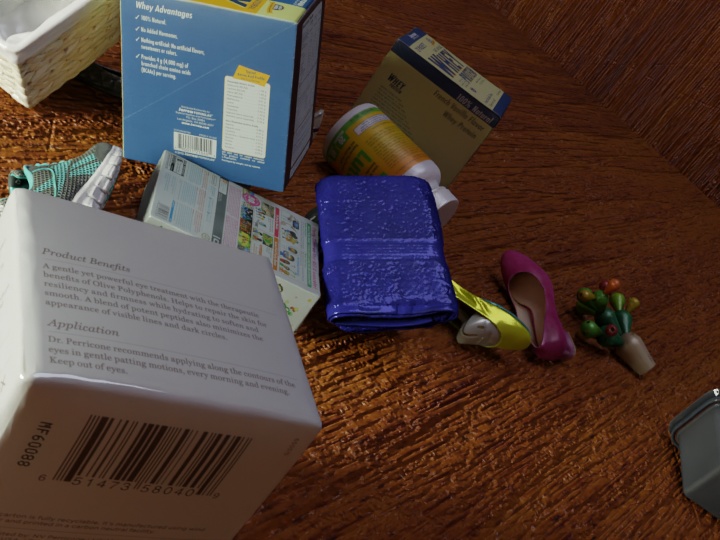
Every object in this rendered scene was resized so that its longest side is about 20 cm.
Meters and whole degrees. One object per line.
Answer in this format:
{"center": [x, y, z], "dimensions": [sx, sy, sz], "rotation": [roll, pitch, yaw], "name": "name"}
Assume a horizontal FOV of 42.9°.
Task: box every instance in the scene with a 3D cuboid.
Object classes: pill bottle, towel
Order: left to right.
{"center": [0.025, -0.021, 1.047], "dimensions": [0.147, 0.050, 0.201], "rotation": [0, 55, -11], "name": "towel"}
{"center": [0.046, -0.140, 1.338], "dimensions": [0.200, 0.111, 0.111], "rotation": [47, 29, 18], "name": "pill bottle"}

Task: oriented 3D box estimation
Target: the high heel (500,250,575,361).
{"center": [0.242, 0.045, 1.336], "dimensions": [0.096, 0.067, 0.201], "rotation": [20, 43, -50], "name": "high heel"}

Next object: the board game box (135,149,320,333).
{"center": [-0.143, -0.033, 1.001], "dimensions": [0.199, 0.064, 0.148], "rotation": [26, 30, -19], "name": "board game box"}

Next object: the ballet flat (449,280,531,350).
{"center": [0.129, 0.057, 1.199], "dimensions": [0.200, 0.067, 0.067], "rotation": [36, 48, 4], "name": "ballet flat"}

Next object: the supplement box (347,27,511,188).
{"center": [0.097, -0.239, 1.455], "dimensions": [0.200, 0.200, 0.134], "rotation": [37, 27, -1], "name": "supplement box"}

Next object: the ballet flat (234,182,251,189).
{"center": [-0.158, -0.142, 1.173], "dimensions": [0.063, 0.067, 0.200], "rotation": [56, 23, -25], "name": "ballet flat"}

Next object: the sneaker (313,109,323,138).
{"center": [-0.146, -0.250, 1.303], "dimensions": [0.199, 0.090, 0.075], "rotation": [33, 27, -10], "name": "sneaker"}

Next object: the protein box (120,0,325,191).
{"center": [-0.156, -0.225, 1.045], "dimensions": [0.197, 0.201, 0.135], "rotation": [12, 34, 6], "name": "protein box"}

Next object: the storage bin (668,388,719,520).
{"center": [0.538, 0.280, 1.259], "dimensions": [0.199, 0.146, 0.135], "rotation": [34, 37, -5], "name": "storage bin"}

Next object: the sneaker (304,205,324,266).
{"center": [0.000, 0.000, 1.117], "dimensions": [0.200, 0.078, 0.090], "rotation": [48, -13, 24], "name": "sneaker"}

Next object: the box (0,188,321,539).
{"center": [-0.172, 0.088, 0.629], "dimensions": [0.198, 0.200, 0.172], "rotation": [16, 36, -34], "name": "box"}

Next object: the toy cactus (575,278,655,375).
{"center": [0.413, 0.087, 1.461], "dimensions": [0.165, 0.102, 0.200], "rotation": [52, 20, 7], "name": "toy cactus"}

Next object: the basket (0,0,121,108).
{"center": [-0.350, -0.298, 1.015], "dimensions": [0.135, 0.123, 0.200], "rotation": [40, 63, 6], "name": "basket"}

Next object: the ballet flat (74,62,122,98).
{"center": [-0.324, -0.253, 1.122], "dimensions": [0.199, 0.057, 0.066], "rotation": [21, 5, -30], "name": "ballet flat"}

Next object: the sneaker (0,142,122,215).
{"center": [-0.293, -0.081, 0.890], "dimensions": [0.091, 0.078, 0.200], "rotation": [25, 27, -13], "name": "sneaker"}
